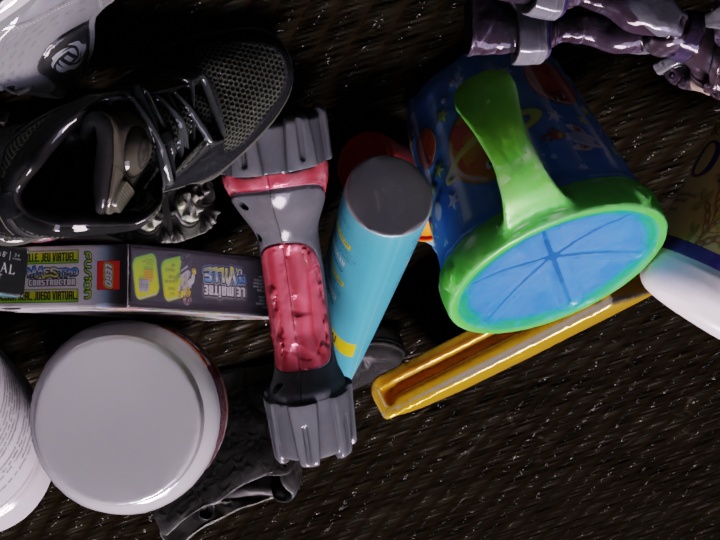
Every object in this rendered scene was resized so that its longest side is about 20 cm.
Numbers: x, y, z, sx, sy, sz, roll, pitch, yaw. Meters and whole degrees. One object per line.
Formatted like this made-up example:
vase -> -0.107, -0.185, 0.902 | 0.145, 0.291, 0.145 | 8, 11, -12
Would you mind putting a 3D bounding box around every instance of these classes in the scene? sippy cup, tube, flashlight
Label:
sippy cup -> 0.090, -0.053, 1.323 | 0.139, 0.131, 0.178 | -7, 151, -28
tube -> 0.000, 0.000, 1.365 | 0.050, 0.078, 0.200 | 2, 154, -10
flashlight -> -0.039, 0.009, 1.294 | 0.067, 0.202, 0.068 | -16, -165, -35

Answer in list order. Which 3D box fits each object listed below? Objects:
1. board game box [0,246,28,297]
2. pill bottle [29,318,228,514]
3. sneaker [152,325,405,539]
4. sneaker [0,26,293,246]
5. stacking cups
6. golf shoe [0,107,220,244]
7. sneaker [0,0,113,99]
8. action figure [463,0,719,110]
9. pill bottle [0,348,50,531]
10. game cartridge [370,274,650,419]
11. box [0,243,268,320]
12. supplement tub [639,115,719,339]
board game box -> -0.291, -0.014, 1.195 | 0.199, 0.028, 0.135 | 11, 174, -44
pill bottle -> -0.139, 0.087, 1.392 | 0.113, 0.115, 0.200 | -17, 179, -2
sneaker -> -0.054, 0.114, 1.587 | 0.198, 0.105, 0.060 | -16, 154, -5
sneaker -> -0.103, -0.067, 1.165 | 0.198, 0.077, 0.114 | -24, -165, -27
stacking cups -> 0.058, -0.040, 1.424 | 0.060, 0.061, 0.200 | -29, 149, 20
golf shoe -> -0.173, -0.049, 1.251 | 0.199, 0.078, 0.088 | 6, 163, -33
sneaker -> -0.201, -0.094, 1.126 | 0.199, 0.075, 0.115 | -30, 154, 19
action figure -> 0.159, -0.130, 1.221 | 0.198, 0.070, 0.130 | 15, 162, -10
pill bottle -> -0.257, 0.085, 1.386 | 0.113, 0.114, 0.200 | -20, 154, 3
game cartridge -> 0.113, 0.042, 1.572 | 0.175, 0.033, 0.200 | -28, 176, 17
box -> -0.119, 0.009, 1.328 | 0.109, 0.035, 0.200 | -1, 176, 30
supplement tub -> 0.269, -0.048, 1.353 | 0.201, 0.145, 0.145 | -61, 149, -3
